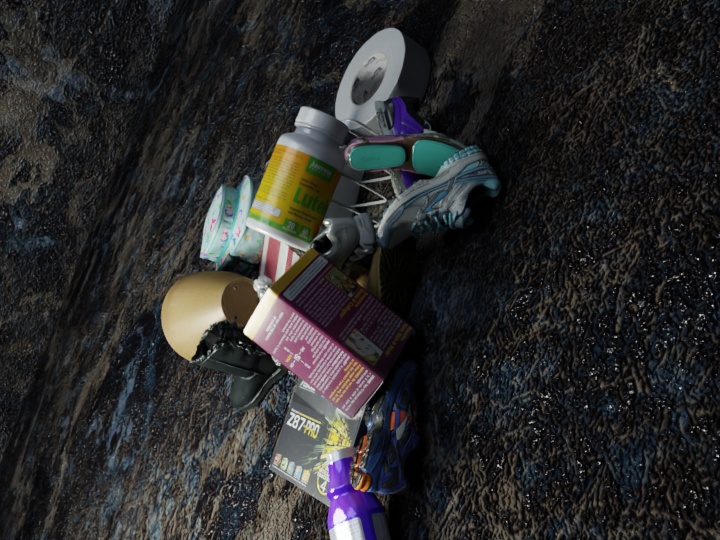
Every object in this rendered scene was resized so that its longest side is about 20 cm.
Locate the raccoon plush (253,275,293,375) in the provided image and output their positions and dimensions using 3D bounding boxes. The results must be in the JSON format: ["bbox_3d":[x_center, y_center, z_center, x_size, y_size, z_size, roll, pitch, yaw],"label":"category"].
[{"bbox_3d":[-0.094,0.077,1.113,0.133,0.097,0.201,-32,88,27],"label":"raccoon plush"}]

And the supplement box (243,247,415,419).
[{"bbox_3d":[-0.042,0.086,0.968,0.104,0.199,0.131,-55,-5,36],"label":"supplement box"}]

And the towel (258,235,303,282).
[{"bbox_3d":[-0.132,0.020,1.233,0.200,0.022,0.146,42,127,47],"label":"towel"}]

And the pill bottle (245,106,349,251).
[{"bbox_3d":[-0.091,-0.142,1.051,0.111,0.110,0.202,23,92,56],"label":"pill bottle"}]

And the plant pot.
[{"bbox_3d":[-0.265,0.078,1.313,0.199,0.185,0.189,-19,56,56],"label":"plant pot"}]

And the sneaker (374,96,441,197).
[{"bbox_3d":[0.089,-0.196,1.099,0.098,0.070,0.203,-14,76,1],"label":"sneaker"}]

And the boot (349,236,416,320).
[{"bbox_3d":[0.000,0.000,1.094,0.199,0.065,0.178,19,101,57],"label":"boot"}]

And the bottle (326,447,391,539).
[{"bbox_3d":[-0.003,0.340,0.901,0.083,0.065,0.202,-39,54,37],"label":"bottle"}]

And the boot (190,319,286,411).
[{"bbox_3d":[-0.234,0.177,1.254,0.198,0.161,0.074,-44,40,31],"label":"boot"}]

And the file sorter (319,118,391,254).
[{"bbox_3d":[-0.030,-0.137,1.174,0.124,0.138,0.203,-1,71,50],"label":"file sorter"}]

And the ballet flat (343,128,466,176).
[{"bbox_3d":[0.074,-0.183,1.033,0.072,0.197,0.070,-87,-2,-52],"label":"ballet flat"}]

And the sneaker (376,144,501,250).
[{"bbox_3d":[0.111,-0.088,0.954,0.199,0.078,0.087,-39,71,-1],"label":"sneaker"}]

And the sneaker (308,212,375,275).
[{"bbox_3d":[-0.051,-0.015,1.052,0.201,0.080,0.076,-60,42,42],"label":"sneaker"}]

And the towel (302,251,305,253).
[{"bbox_3d":[-0.124,-0.007,1.323,0.199,0.032,0.193,16,85,56],"label":"towel"}]

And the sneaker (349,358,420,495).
[{"bbox_3d":[0.047,0.214,0.931,0.075,0.078,0.202,-46,20,57],"label":"sneaker"}]

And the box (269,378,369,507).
[{"bbox_3d":[-0.054,0.262,1.058,0.199,0.049,0.163,7,74,55],"label":"box"}]

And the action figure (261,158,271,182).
[{"bbox_3d":[-0.138,-0.148,1.290,0.131,0.068,0.201,112,145,-45],"label":"action figure"}]

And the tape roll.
[{"bbox_3d":[0.038,-0.338,1.256,0.199,0.066,0.203,-32,47,42],"label":"tape roll"}]

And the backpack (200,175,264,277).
[{"bbox_3d":[-0.242,-0.096,1.416,0.200,0.149,0.180,-36,42,47],"label":"backpack"}]
